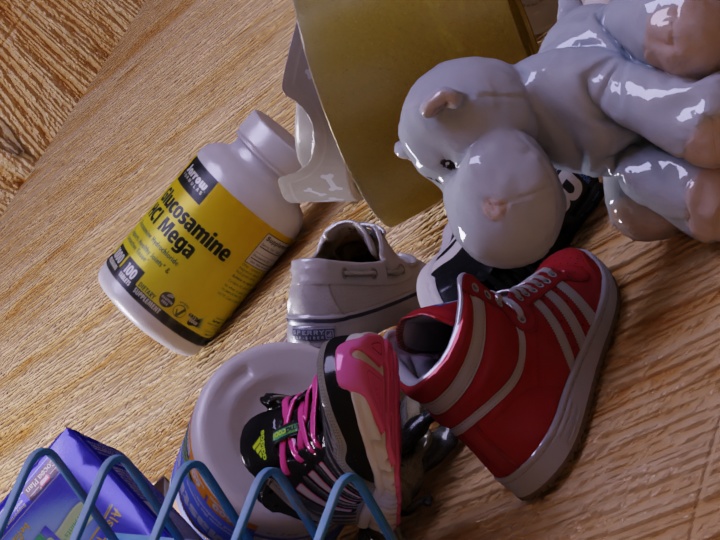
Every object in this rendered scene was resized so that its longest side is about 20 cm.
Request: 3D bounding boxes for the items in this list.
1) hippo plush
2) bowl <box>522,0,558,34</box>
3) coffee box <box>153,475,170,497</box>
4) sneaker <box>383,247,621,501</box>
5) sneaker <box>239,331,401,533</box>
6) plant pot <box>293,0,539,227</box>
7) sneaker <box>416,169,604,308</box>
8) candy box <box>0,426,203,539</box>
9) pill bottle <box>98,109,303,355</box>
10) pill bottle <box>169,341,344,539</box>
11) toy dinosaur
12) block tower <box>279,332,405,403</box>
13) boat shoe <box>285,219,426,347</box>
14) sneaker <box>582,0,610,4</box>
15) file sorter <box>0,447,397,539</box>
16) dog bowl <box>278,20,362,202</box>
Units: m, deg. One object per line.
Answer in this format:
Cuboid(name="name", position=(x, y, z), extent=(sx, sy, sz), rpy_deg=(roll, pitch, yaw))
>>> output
Cuboid(name="hippo plush", position=(0.107, -0.090, 1.390), extent=(0.160, 0.201, 0.159), rpy_deg=(-17, -14, -22))
Cuboid(name="bowl", position=(0.114, -0.242, 1.942), extent=(0.200, 0.200, 0.108), rpy_deg=(-48, 57, 12))
Cuboid(name="coffee box", position=(-0.132, 0.231, 1.637), extent=(0.114, 0.080, 0.200), rpy_deg=(-48, 15, 12))
Cuboid(name="sneaker", position=(0.078, 0.027, 1.428), extent=(0.071, 0.112, 0.200), rpy_deg=(-41, 18, 32))
Cuboid(name="sneaker", position=(-0.022, 0.091, 1.359), extent=(0.200, 0.087, 0.074), rpy_deg=(87, -177, -67))
Cuboid(name="plant pot", position=(0.053, -0.149, 1.844), extent=(0.141, 0.201, 0.200), rpy_deg=(-19, 22, 10))
Cuboid(name="sneaker", position=(0.097, -0.020, 1.565), extent=(0.112, 0.073, 0.200), rpy_deg=(-47, 14, 21))
Cuboid(name="candy box", position=(-0.148, 0.222, 1.488), extent=(0.169, 0.200, 0.077), rpy_deg=(-48, -28, 5))
Cuboid(name="pill bottle", position=(-0.122, -0.035, 2.189), extent=(0.200, 0.112, 0.112), rpy_deg=(-50, 14, 7))
Cuboid(name="pill bottle", position=(-0.057, 0.126, 1.547), extent=(0.112, 0.112, 0.200), rpy_deg=(-57, -3, -23))
Cuboid(name="toy dinosaur", position=(0.039, 0.098, 1.521), extent=(0.088, 0.047, 0.200), rpy_deg=(-50, 10, 31))
Cuboid(name="block tower", position=(-0.011, 0.072, 1.711), extent=(0.054, 0.058, 0.200), rpy_deg=(-52, 13, -3))
Cuboid(name="boat shoe", position=(0.000, 0.000, 1.692), extent=(0.071, 0.070, 0.200), rpy_deg=(-1, 9, 22))
Cuboid(name="sneaker", position=(0.169, -0.140, 1.694), extent=(0.084, 0.073, 0.200), rpy_deg=(2, 41, 33))
Cuboid(name="file sorter", position=(-0.088, 0.178, 1.337), extent=(0.199, 0.123, 0.139), rpy_deg=(3, 54, 25))
Cuboid(name="dog bowl", position=(-0.011, -0.147, 2.048), extent=(0.200, 0.058, 0.201), rpy_deg=(11, -90, -79))
